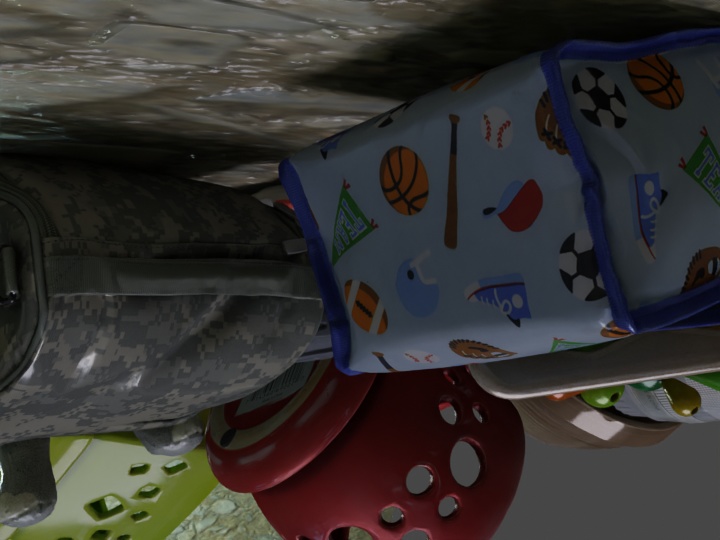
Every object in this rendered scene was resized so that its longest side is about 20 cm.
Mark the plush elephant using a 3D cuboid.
[{"bbox_3d":[-0.204,0.050,0.917,0.163,0.201,0.155,-15,156,-24],"label":"plush elephant"}]

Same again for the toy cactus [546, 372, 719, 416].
[{"bbox_3d":[0.137,0.042,0.801,0.198,0.103,0.165,0,173,-24],"label":"toy cactus"}]

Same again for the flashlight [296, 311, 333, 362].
[{"bbox_3d":[0.032,0.024,0.851,0.198,0.068,0.068,-8,138,-31],"label":"flashlight"}]

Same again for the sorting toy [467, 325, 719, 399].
[{"bbox_3d":[0.144,0.003,0.691,0.198,0.037,0.185,-4,-155,-3],"label":"sorting toy"}]

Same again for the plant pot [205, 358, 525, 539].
[{"bbox_3d":[-0.003,0.123,0.981,0.182,0.201,0.200,44,148,-24],"label":"plant pot"}]

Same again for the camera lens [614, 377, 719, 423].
[{"bbox_3d":[0.281,0.028,0.938,0.199,0.162,0.159,-10,171,39],"label":"camera lens"}]

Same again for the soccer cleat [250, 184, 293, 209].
[{"bbox_3d":[-0.066,-0.017,0.795,0.198,0.070,0.078,-10,-167,21],"label":"soccer cleat"}]

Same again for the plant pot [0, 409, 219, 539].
[{"bbox_3d":[-0.250,0.130,1.108,0.181,0.200,0.200,13,129,-46],"label":"plant pot"}]

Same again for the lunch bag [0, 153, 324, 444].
[{"bbox_3d":[-0.133,0.014,0.653,0.167,0.141,0.199,-9,172,41],"label":"lunch bag"}]

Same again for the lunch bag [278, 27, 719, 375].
[{"bbox_3d":[0.099,-0.030,0.547,0.199,0.125,0.169,-18,-176,-42],"label":"lunch bag"}]

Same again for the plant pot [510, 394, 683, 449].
[{"bbox_3d":[0.173,0.080,1.082,0.199,0.202,0.093,1,137,-39],"label":"plant pot"}]
